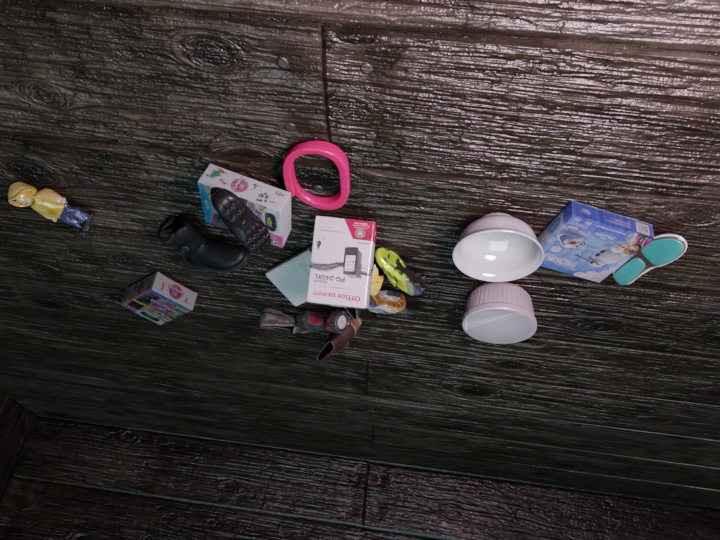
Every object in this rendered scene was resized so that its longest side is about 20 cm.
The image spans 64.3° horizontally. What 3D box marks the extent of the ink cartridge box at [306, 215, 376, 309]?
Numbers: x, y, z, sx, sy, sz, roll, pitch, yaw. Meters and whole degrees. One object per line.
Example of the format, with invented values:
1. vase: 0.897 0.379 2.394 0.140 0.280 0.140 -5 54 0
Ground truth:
1. ink cartridge box: -0.043 -0.016 1.343 0.142 0.204 0.083 6 178 3

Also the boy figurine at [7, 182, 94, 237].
1. boy figurine: -0.780 -0.161 1.445 0.198 0.065 0.123 29 146 -33

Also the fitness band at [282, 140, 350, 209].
1. fitness band: -0.093 -0.202 1.235 0.141 0.038 0.201 4 148 4

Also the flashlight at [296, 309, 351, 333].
1. flashlight: -0.117 0.149 1.725 0.198 0.068 0.068 3 144 45

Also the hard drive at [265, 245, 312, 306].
1. hard drive: -0.156 0.019 1.565 0.198 0.027 0.132 -25 114 41

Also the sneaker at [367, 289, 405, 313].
1. sneaker: 0.027 0.086 1.604 0.197 0.077 0.088 20 150 -25

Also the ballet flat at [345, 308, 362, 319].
1. ballet flat: -0.039 0.069 1.619 0.065 0.058 0.200 -9 143 24

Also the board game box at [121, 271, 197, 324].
1. board game box: -0.627 0.090 1.783 0.198 0.065 0.147 -22 137 38

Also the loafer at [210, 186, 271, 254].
1. loafer: -0.259 -0.109 1.248 0.068 0.070 0.201 -41 141 -6

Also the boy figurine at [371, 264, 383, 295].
1. boy figurine: 0.000 0.000 1.479 0.123 0.065 0.199 -2 151 42

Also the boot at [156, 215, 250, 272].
1. boot: -0.406 -0.069 1.477 0.197 0.078 0.169 2 151 23

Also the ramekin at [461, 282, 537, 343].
1. ramekin: 0.374 0.112 1.546 0.198 0.096 0.204 7 148 4

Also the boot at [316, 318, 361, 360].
1. boot: -0.090 0.227 1.777 0.072 0.166 0.200 47 133 6

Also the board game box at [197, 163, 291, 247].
1. board game box: -0.259 -0.144 1.307 0.197 0.065 0.148 20 148 6

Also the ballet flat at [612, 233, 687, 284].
1. ballet flat: 0.647 -0.036 1.281 0.068 0.070 0.200 16 148 -12

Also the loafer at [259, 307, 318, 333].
1. loafer: -0.227 0.177 1.828 0.197 0.064 0.072 16 148 -10

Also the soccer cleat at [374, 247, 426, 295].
1. soccer cleat: 0.093 0.011 1.487 0.083 0.066 0.199 -21 138 35

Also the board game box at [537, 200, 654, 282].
1. board game box: 0.510 -0.059 1.294 0.196 0.044 0.200 14 149 -8

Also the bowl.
1. bowl: 0.308 -0.065 1.292 0.197 0.092 0.202 6 147 4
